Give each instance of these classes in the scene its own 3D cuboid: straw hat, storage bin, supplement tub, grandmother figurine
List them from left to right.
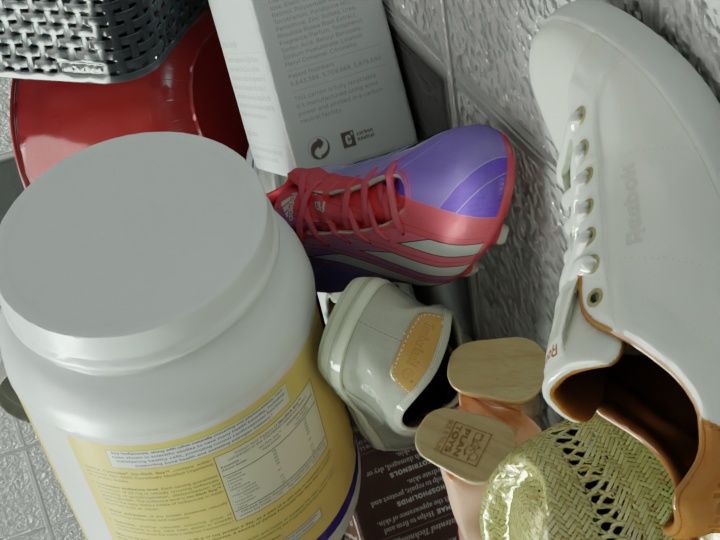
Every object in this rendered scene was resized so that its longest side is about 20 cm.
[{"bbox_3d":[-0.152,-0.198,0.975,0.200,0.134,0.094,-63,-28,-48],"label":"storage bin"},{"bbox_3d":[-0.083,0.050,0.796,0.201,0.145,0.146,77,166,-46],"label":"supplement tub"},{"bbox_3d":[0.066,0.117,0.800,0.060,0.122,0.200,24,156,24],"label":"grandmother figurine"},{"bbox_3d":[0.093,0.099,0.655,0.201,0.085,0.202,161,90,-76],"label":"straw hat"}]

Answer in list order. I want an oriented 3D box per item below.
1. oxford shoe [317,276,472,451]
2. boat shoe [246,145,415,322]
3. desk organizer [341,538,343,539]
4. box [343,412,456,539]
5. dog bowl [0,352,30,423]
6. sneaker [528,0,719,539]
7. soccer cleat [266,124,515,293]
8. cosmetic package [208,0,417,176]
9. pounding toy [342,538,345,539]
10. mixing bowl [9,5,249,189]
[{"bbox_3d":[0.032,0.053,0.818,0.057,0.076,0.200,20,171,18],"label":"oxford shoe"},{"bbox_3d":[-0.004,0.003,0.944,0.086,0.074,0.203,142,107,-76],"label":"boat shoe"},{"bbox_3d":[-0.088,0.201,0.854,0.072,0.200,0.077,44,157,-22],"label":"desk organizer"},{"bbox_3d":[0.023,0.161,1.048,0.100,0.074,0.201,178,76,-76],"label":"box"},{"bbox_3d":[-0.122,0.038,1.027,0.200,0.199,0.059,105,155,-67],"label":"dog bowl"},{"bbox_3d":[0.086,-0.006,0.553,0.073,0.084,0.201,89,160,-56],"label":"sneaker"},{"bbox_3d":[0.002,-0.026,0.790,0.200,0.076,0.067,-16,66,63],"label":"soccer cleat"},{"bbox_3d":[-0.039,-0.153,0.885,0.102,0.074,0.201,-157,52,-71],"label":"cosmetic package"},{"bbox_3d":[0.013,0.243,0.880,0.142,0.184,0.200,43,173,-20],"label":"pounding toy"},{"bbox_3d":[-0.099,-0.091,1.031,0.108,0.200,0.201,-11,98,43],"label":"mixing bowl"}]
